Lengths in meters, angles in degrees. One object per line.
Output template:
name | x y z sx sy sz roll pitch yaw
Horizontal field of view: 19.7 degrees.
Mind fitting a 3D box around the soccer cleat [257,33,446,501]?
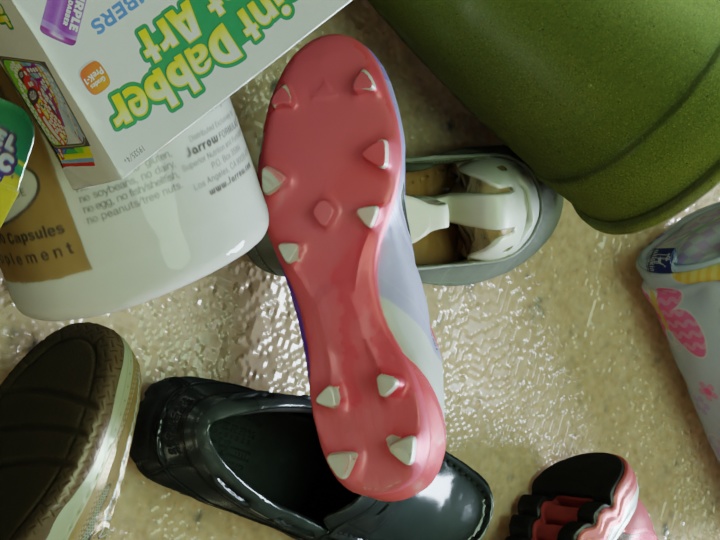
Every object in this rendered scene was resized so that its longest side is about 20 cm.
soccer cleat | 0.000 0.000 0.900 0.076 0.066 0.202 19 61 -75

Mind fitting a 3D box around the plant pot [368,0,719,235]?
plant pot | 0.089 -0.150 0.960 0.192 0.200 0.202 30 74 -21

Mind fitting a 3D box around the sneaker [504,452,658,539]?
sneaker | 0.091 0.187 1.025 0.200 0.073 0.087 -48 118 -25

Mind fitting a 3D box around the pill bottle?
pill bottle | -0.120 -0.091 0.840 0.114 0.114 0.201 -27 106 -32

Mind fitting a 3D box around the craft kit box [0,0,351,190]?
craft kit box | -0.081 -0.167 0.777 0.200 0.048 0.198 -41 111 -29

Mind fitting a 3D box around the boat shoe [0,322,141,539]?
boat shoe | -0.137 0.122 0.869 0.076 0.071 0.201 34 78 -47

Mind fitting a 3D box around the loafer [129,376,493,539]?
loafer | -0.012 0.096 0.949 0.200 0.070 0.069 20 79 -35

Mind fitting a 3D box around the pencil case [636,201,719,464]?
pencil case | 0.221 0.059 1.108 0.083 0.090 0.201 -36 112 -30

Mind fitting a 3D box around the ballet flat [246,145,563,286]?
ballet flat | 0.036 -0.024 0.986 0.199 0.063 0.068 -5 94 -36

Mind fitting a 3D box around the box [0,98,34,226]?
box | -0.210 0.008 0.758 0.117 0.048 0.201 20 107 -45
